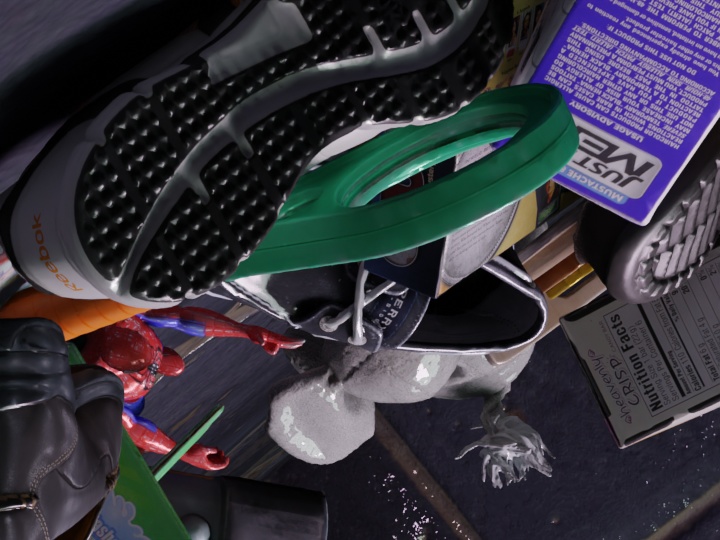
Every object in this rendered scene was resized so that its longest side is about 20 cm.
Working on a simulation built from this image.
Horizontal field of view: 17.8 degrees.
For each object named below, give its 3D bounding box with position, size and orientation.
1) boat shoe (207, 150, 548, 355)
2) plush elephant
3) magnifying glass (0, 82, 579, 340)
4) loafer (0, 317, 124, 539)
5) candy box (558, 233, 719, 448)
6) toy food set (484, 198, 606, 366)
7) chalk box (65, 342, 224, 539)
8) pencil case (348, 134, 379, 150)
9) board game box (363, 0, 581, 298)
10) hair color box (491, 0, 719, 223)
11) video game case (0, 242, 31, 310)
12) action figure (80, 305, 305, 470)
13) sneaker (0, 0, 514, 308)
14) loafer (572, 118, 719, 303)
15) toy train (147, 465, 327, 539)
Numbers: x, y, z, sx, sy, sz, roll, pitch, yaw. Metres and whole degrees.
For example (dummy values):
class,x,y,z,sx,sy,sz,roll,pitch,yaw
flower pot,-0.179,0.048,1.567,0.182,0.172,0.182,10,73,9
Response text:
class,x,y,z,sx,sy,sz,roll,pitch,yaw
boat shoe,0.000,0.000,0.920,0.199,0.068,0.072,14,118,-47
plush elephant,0.020,0.017,1.171,0.164,0.201,0.155,-33,158,15
magnifying glass,-0.025,-0.012,0.714,0.199,0.023,0.080,-18,-161,21
loafer,-0.114,0.066,0.745,0.072,0.073,0.200,-9,170,3
candy box,0.195,-0.005,0.906,0.199,0.061,0.136,-29,172,30
toy food set,0.140,-0.022,1.021,0.143,0.061,0.200,-35,176,-24
chalk box,-0.135,0.118,0.909,0.199,0.124,0.124,-29,173,-18
pencil case,0.067,-0.082,1.020,0.200,0.089,0.088,-41,175,-1
board game box,0.074,-0.088,0.883,0.200,0.034,0.136,-32,136,-51
hair color box,0.115,-0.121,0.709,0.200,0.064,0.110,-59,-176,48
video game case,-0.157,0.032,0.756,0.200,0.017,0.143,-34,172,-49
action figure,-0.081,0.055,1.048,0.200,0.098,0.066,92,17,-80
sneaker,-0.032,-0.057,0.697,0.200,0.074,0.080,-36,-164,-35
loafer,0.118,-0.068,0.860,0.073,0.071,0.200,97,20,-48
toy train,-0.109,0.123,1.064,0.114,0.199,0.086,152,-52,-62
